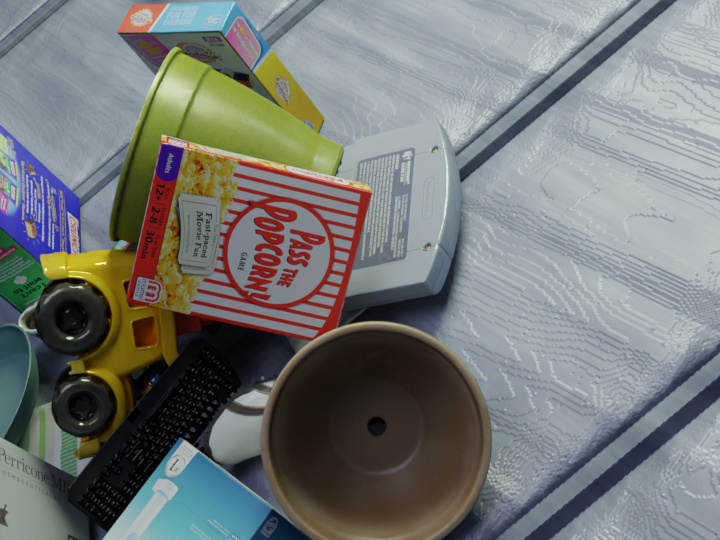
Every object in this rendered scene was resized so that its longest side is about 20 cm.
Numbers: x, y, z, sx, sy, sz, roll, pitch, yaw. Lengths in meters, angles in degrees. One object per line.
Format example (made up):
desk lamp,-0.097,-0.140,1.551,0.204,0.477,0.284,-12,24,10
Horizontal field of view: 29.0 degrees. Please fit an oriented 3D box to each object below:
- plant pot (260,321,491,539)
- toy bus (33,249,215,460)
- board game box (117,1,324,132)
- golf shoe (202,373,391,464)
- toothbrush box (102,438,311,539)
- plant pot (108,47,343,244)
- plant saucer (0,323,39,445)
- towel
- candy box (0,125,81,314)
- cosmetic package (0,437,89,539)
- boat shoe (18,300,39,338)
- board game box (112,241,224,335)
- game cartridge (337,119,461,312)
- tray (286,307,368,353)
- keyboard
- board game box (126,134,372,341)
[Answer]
plant pot,0.015,0.142,1.223,0.199,0.093,0.203,0,93,2
toy bus,-0.222,0.071,1.392,0.190,0.202,0.136,-9,6,-11
board game box,-0.151,-0.215,1.539,0.152,0.200,0.041,7,62,34
golf shoe,-0.059,0.143,1.309,0.199,0.078,0.095,-31,47,12
toothbrush box,-0.163,0.279,1.271,0.146,0.085,0.201,27,74,41
plant pot,-0.124,-0.092,1.380,0.191,0.201,0.202,20,64,-2
plant saucer,-0.411,0.156,1.528,0.199,0.036,0.201,-30,43,32
towel,-0.295,0.182,1.468,0.199,0.023,0.153,-25,49,15
candy box,-0.404,-0.064,1.591,0.077,0.200,0.170,-26,47,15
cosmetic package,-0.369,0.291,1.329,0.164,0.165,0.201,-21,56,18
boat shoe,-0.297,0.034,1.507,0.199,0.069,0.071,-29,66,35
board game box,-0.152,-0.052,1.522,0.200,0.057,0.165,-49,49,-7
game cartridge,0.035,-0.055,1.390,0.132,0.041,0.201,-14,53,28
tray,0.000,0.000,1.412,0.200,0.022,0.108,-38,46,3
keyboard,-0.184,0.171,1.347,0.200,0.104,0.040,-51,33,-11
board game box,-0.103,-0.027,1.289,0.046,0.198,0.153,-120,42,-74
